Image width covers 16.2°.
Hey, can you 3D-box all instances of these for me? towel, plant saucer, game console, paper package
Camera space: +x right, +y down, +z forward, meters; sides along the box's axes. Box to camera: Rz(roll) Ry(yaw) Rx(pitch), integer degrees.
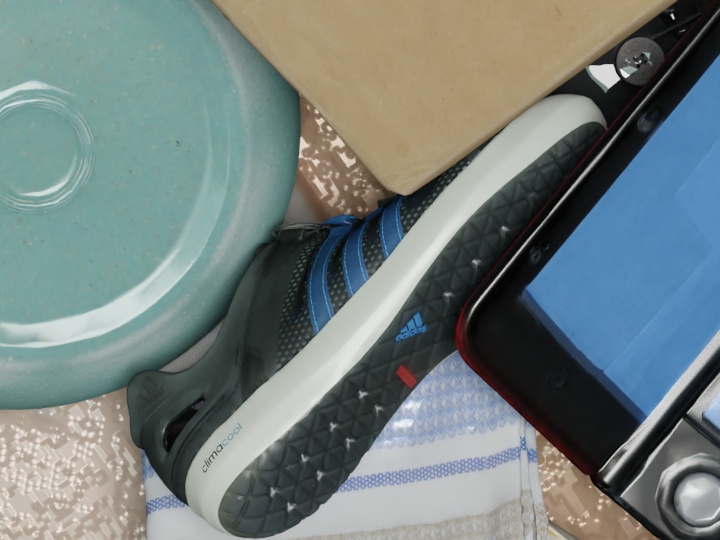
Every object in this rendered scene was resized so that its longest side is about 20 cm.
[{"bbox_3d":[-0.008,0.070,0.900,0.146,0.024,0.201,-8,60,7],"label":"towel"},{"bbox_3d":[-0.114,-0.043,0.873,0.199,0.036,0.201,-3,104,-14],"label":"plant saucer"},{"bbox_3d":[0.162,0.009,0.872,0.172,0.119,0.200,39,87,15],"label":"game console"},{"bbox_3d":[0.031,-0.155,0.808,0.200,0.104,0.191,-38,106,20],"label":"paper package"}]

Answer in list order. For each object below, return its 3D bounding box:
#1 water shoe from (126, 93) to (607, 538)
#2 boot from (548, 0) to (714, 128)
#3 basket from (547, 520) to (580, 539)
[{"bbox_3d":[0.000,0.000,0.881,0.200,0.072,0.079,-45,57,-11],"label":"water shoe"},{"bbox_3d":[0.061,-0.079,0.933,0.165,0.066,0.200,-36,101,3],"label":"boot"},{"bbox_3d":[0.064,0.203,0.911,0.176,0.139,0.200,32,80,16],"label":"basket"}]
